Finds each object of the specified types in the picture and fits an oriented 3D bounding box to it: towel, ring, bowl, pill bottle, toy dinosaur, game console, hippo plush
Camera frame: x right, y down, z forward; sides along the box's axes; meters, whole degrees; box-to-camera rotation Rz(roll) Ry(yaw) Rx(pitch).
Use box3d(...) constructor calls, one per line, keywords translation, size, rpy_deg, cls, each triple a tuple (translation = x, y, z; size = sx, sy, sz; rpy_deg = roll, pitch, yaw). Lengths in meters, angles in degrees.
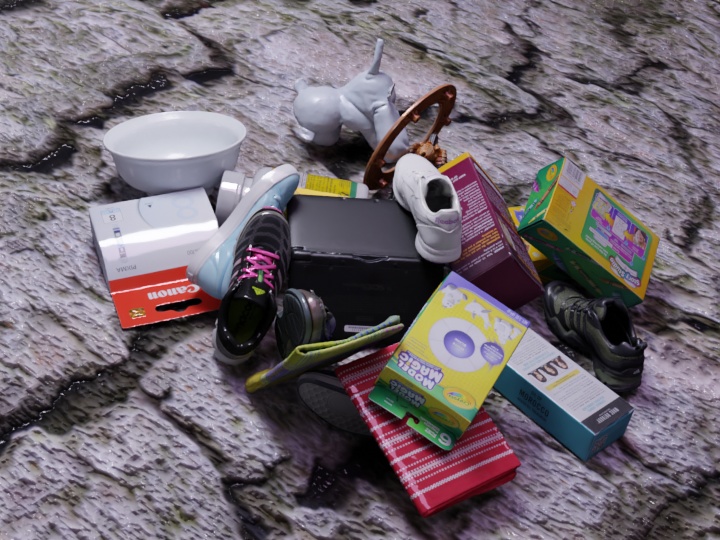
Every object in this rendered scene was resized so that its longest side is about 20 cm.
box3d(translation=(0.076, 0.171, 1.322), size=(0.144, 0.022, 0.200), rpy_deg=(-18, 64, -31), cls="towel")
box3d(translation=(0.078, -0.193, 1.737), size=(0.019, 0.201, 0.200), rpy_deg=(41, 45, 14), cls="ring")
box3d(translation=(-0.260, -0.154, 1.666), size=(0.201, 0.090, 0.201), rpy_deg=(-1, 27, 0), cls="bowl")
box3d(translation=(-0.095, -0.081, 1.614), size=(0.200, 0.113, 0.113), rpy_deg=(10, 38, -3), cls="pill bottle")
box3d(translation=(0.087, -0.144, 1.716), size=(0.102, 0.136, 0.200), rpy_deg=(13, -7, 27), cls="toy dinosaur")
box3d(translation=(0.000, 0.000, 1.531), size=(0.200, 0.176, 0.116), rpy_deg=(3, 12, -10), cls="game console")
box3d(translation=(-0.018, -0.233, 1.813), size=(0.161, 0.200, 0.160), rpy_deg=(-15, 80, 1), cls="hippo plush")
box3d(translation=(-0.047, 0.098, 1.354), size=(0.143, 0.200, 0.023), rpy_deg=(-17, 82, -25), cls="towel")

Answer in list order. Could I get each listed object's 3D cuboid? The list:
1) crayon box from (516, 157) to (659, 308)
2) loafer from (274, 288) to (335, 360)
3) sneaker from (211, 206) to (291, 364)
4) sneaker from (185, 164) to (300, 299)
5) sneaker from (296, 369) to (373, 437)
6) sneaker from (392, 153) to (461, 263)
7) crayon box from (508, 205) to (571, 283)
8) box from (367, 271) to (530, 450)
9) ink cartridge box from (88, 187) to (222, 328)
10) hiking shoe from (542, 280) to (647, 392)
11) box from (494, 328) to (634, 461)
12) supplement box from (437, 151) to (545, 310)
box3d(translation=(0.320, -0.048, 1.626), size=(0.200, 0.058, 0.119), rpy_deg=(37, 55, -19), cls="crayon box")
box3d(translation=(-0.059, 0.059, 1.382), size=(0.063, 0.200, 0.072), rpy_deg=(-12, 79, -15), cls="loafer")
box3d(translation=(-0.127, 0.019, 1.414), size=(0.074, 0.200, 0.087), rpy_deg=(19, -6, -13), cls="sneaker")
box3d(translation=(-0.130, -0.042, 1.498), size=(0.082, 0.074, 0.200), rpy_deg=(37, 83, 15), cls="sneaker")
box3d(translation=(0.031, 0.126, 1.401), size=(0.202, 0.077, 0.146), rpy_deg=(19, 49, -5), cls="sneaker")
box3d(translation=(0.095, -0.102, 1.513), size=(0.075, 0.100, 0.200), rpy_deg=(-6, 41, -12), cls="sneaker")
box3d(translation=(0.234, -0.036, 1.693), size=(0.200, 0.052, 0.126), rpy_deg=(-9, 42, -24), cls="crayon box")
box3d(translation=(0.102, 0.103, 1.338), size=(0.117, 0.048, 0.200), rpy_deg=(33, 53, 5), cls="box")
box3d(translation=(-0.258, -0.021, 1.532), size=(0.160, 0.047, 0.200), rpy_deg=(-11, 45, -17), cls="ink cartridge box")
box3d(translation=(0.316, 0.063, 1.547), size=(0.076, 0.101, 0.200), rpy_deg=(-11, 43, -28), cls="hiking shoe")
box3d(translation=(0.236, 0.146, 1.463), size=(0.082, 0.049, 0.200), rpy_deg=(-24, 50, -36), cls="box")
box3d(translation=(0.162, -0.047, 1.586), size=(0.086, 0.110, 0.200), rpy_deg=(-31, 48, 16), cls="supplement box")
